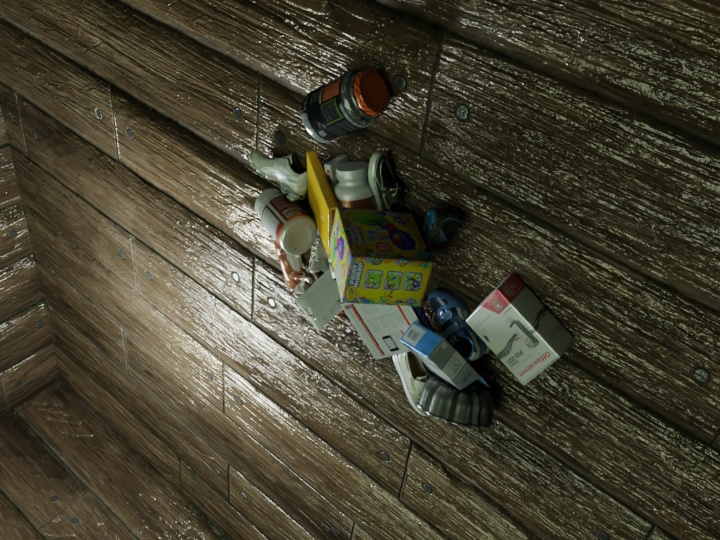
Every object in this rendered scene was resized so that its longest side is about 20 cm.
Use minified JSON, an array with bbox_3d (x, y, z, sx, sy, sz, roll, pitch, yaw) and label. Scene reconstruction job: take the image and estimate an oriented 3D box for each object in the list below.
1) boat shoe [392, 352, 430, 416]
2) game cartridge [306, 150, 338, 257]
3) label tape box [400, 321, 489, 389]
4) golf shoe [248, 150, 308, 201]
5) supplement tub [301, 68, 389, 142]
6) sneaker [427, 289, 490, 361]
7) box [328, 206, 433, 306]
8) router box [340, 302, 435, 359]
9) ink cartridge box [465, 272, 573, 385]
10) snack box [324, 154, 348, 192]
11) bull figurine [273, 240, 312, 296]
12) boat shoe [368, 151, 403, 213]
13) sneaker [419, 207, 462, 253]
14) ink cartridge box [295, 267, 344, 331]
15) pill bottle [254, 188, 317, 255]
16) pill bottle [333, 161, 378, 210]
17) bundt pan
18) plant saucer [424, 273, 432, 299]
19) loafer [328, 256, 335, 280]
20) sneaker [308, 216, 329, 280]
[{"bbox_3d":[0.157,0.295,1.889,0.069,0.070,0.205,-20,94,51],"label":"boat shoe"},{"bbox_3d":[-0.095,-0.166,1.769,0.179,0.031,0.204,94,160,-52],"label":"game cartridge"},{"bbox_3d":[0.203,0.224,1.712,0.200,0.066,0.143,47,170,-26],"label":"label tape box"},{"bbox_3d":[-0.209,-0.277,1.881,0.198,0.078,0.099,37,118,13],"label":"golf shoe"},{"bbox_3d":[-0.035,-0.374,1.596,0.197,0.122,0.125,-11,109,47],"label":"supplement tub"},{"bbox_3d":[0.229,0.132,1.701,0.201,0.082,0.074,48,140,11],"label":"sneaker"},{"bbox_3d":[0.040,-0.031,1.590,0.202,0.187,0.125,-108,27,-52],"label":"box"},{"bbox_3d":[0.072,0.122,1.793,0.175,0.049,0.203,-16,120,28],"label":"router box"},{"bbox_3d":[0.354,0.133,1.580,0.200,0.084,0.146,46,138,8],"label":"ink cartridge box"},{"bbox_3d":[-0.046,-0.180,1.770,0.024,0.071,0.205,13,124,36],"label":"snack box"},{"bbox_3d":[-0.187,-0.014,2.021,0.119,0.065,0.205,-6,113,41],"label":"bull figurine"},{"bbox_3d":[0.070,-0.184,1.663,0.062,0.071,0.204,14,133,37],"label":"boat shoe"},{"bbox_3d":[0.170,-0.071,1.626,0.201,0.079,0.075,122,148,-62],"label":"sneaker"},{"bbox_3d":[-0.064,0.056,1.859,0.199,0.050,0.110,-42,77,5],"label":"ink cartridge box"},{"bbox_3d":[-0.203,-0.135,1.888,0.200,0.107,0.112,45,144,45],"label":"pill bottle"},{"bbox_3d":[-0.008,-0.154,1.715,0.110,0.111,0.206,11,119,38],"label":"pill bottle"},{"bbox_3d":[0.239,0.315,1.739,0.198,0.200,0.078,17,99,35],"label":"bundt pan"},{"bbox_3d":[0.092,0.002,1.783,0.197,0.036,0.205,25,131,31],"label":"plant saucer"},{"bbox_3d":[0.000,0.000,1.770,0.196,0.074,0.072,4,90,42],"label":"loafer"},{"bbox_3d":[-0.106,-0.042,1.902,0.074,0.091,0.205,1,115,44],"label":"sneaker"}]
